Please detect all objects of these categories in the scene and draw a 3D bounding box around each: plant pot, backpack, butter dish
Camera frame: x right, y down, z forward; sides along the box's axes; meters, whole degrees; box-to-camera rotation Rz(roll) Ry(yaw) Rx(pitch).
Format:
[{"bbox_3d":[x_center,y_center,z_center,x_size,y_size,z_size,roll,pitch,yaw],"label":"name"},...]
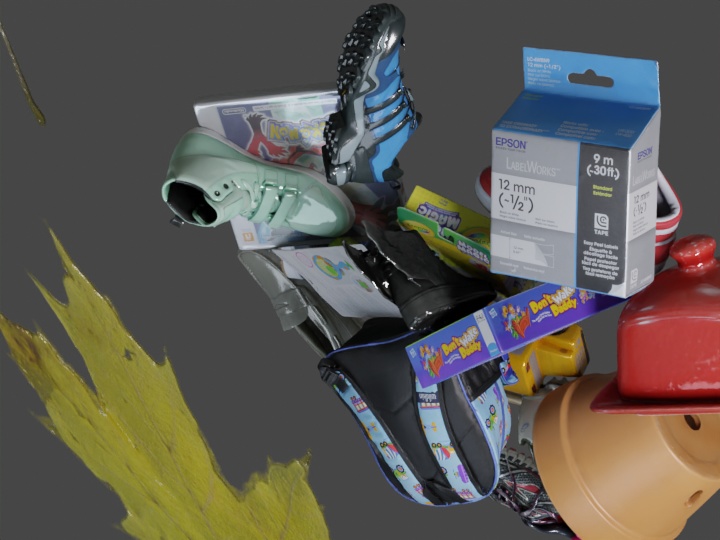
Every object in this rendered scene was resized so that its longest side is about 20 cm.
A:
[{"bbox_3d":[0.296,0.182,1.680,0.200,0.201,0.140,42,132,-12],"label":"plant pot"},{"bbox_3d":[0.081,0.140,1.703,0.181,0.134,0.202,-17,105,41],"label":"backpack"},{"bbox_3d":[0.319,0.040,1.489,0.198,0.199,0.149,-6,105,36],"label":"butter dish"}]

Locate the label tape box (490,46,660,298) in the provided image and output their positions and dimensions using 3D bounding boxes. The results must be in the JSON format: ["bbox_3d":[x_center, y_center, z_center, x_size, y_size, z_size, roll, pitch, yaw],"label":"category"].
[{"bbox_3d":[0.189,-0.089,1.439,0.142,0.066,0.202,12,114,35],"label":"label tape box"}]

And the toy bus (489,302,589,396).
[{"bbox_3d":[0.147,0.080,1.772,0.198,0.079,0.065,14,143,30],"label":"toy bus"}]

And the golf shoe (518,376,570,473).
[{"bbox_3d":[0.226,0.211,1.807,0.078,0.098,0.200,-8,133,39],"label":"golf shoe"}]

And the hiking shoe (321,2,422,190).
[{"bbox_3d":[0.021,-0.170,1.567,0.086,0.075,0.201,3,131,-17],"label":"hiking shoe"}]

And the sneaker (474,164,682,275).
[{"bbox_3d":[0.208,-0.072,1.519,0.198,0.072,0.113,22,151,6],"label":"sneaker"}]

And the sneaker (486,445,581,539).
[{"bbox_3d":[0.199,0.270,1.962,0.198,0.075,0.081,14,143,18],"label":"sneaker"}]

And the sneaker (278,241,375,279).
[{"bbox_3d":[-0.038,-0.069,1.758,0.107,0.070,0.201,9,133,18],"label":"sneaker"}]

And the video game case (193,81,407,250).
[{"bbox_3d":[-0.058,-0.106,1.678,0.198,0.023,0.184,-4,124,18],"label":"video game case"}]

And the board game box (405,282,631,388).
[{"bbox_3d":[0.159,0.048,1.565,0.134,0.199,0.045,-30,81,52],"label":"board game box"}]

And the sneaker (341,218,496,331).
[{"bbox_3d":[0.059,0.001,1.554,0.060,0.199,0.105,-38,76,24],"label":"sneaker"}]

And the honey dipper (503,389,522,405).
[{"bbox_3d":[0.199,0.153,1.868,0.198,0.038,0.038,14,143,23],"label":"honey dipper"}]

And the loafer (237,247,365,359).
[{"bbox_3d":[-0.073,0.040,1.930,0.200,0.070,0.070,42,148,-12],"label":"loafer"}]

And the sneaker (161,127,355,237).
[{"bbox_3d":[-0.108,-0.062,1.637,0.199,0.119,0.074,23,127,-2],"label":"sneaker"}]

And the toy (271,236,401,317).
[{"bbox_3d":[0.000,0.000,1.679,0.115,0.047,0.199,44,163,-22],"label":"toy"}]

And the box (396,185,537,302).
[{"bbox_3d":[0.108,-0.023,1.626,0.117,0.049,0.200,26,174,19],"label":"box"}]
